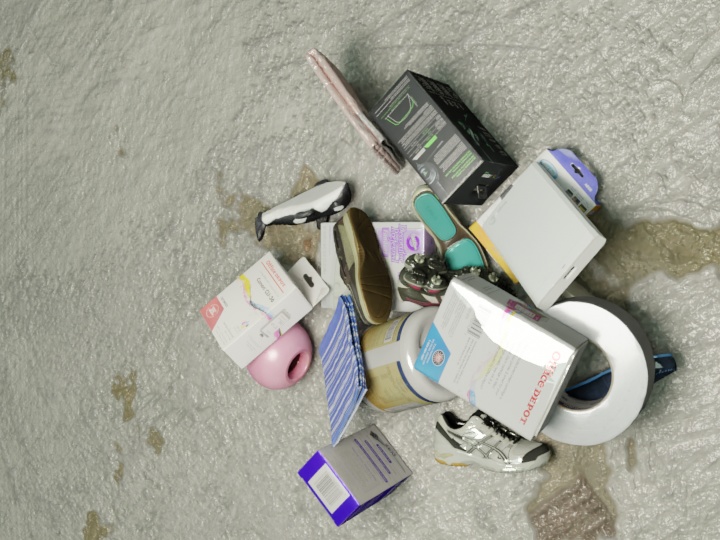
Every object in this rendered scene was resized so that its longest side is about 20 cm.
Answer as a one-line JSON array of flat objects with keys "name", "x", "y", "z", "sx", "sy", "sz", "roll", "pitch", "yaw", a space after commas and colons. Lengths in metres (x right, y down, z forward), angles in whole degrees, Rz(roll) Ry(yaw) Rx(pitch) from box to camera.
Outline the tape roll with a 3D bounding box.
[{"name": "tape roll", "x": 0.312, "y": 0.141, "z": 1.353, "sx": 0.196, "sy": 0.066, "sz": 0.205, "roll": 3, "pitch": 96, "yaw": 25}]

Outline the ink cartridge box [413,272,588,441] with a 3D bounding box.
[{"name": "ink cartridge box", "x": 0.195, "y": 0.117, "z": 1.326, "sx": 0.198, "sy": 0.084, "sz": 0.147, "roll": 31, "pitch": 108, "yaw": 22}]

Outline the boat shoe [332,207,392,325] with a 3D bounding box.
[{"name": "boat shoe", "x": 0.000, "y": 0.000, "z": 1.539, "sx": 0.064, "sy": 0.072, "sz": 0.204, "roll": -33, "pitch": 56, "yaw": 40}]

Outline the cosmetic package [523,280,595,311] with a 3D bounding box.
[{"name": "cosmetic package", "x": 0.273, "y": 0.108, "z": 1.455, "sx": 0.103, "sy": 0.087, "sz": 0.202, "roll": 38, "pitch": 109, "yaw": 21}]

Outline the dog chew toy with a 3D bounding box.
[{"name": "dog chew toy", "x": -0.179, "y": 0.124, "z": 1.687, "sx": 0.198, "sy": 0.124, "sz": 0.127, "roll": 27, "pitch": 105, "yaw": 32}]

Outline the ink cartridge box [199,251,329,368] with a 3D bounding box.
[{"name": "ink cartridge box", "x": -0.161, "y": 0.052, "z": 1.606, "sx": 0.199, "sy": 0.068, "sz": 0.117, "roll": -40, "pitch": 46, "yaw": -3}]

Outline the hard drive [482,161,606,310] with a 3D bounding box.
[{"name": "hard drive", "x": 0.260, "y": -0.054, "z": 1.383, "sx": 0.133, "sy": 0.026, "sz": 0.201, "roll": -52, "pitch": 36, "yaw": 20}]

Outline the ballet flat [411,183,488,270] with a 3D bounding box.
[{"name": "ballet flat", "x": 0.150, "y": -0.054, "z": 1.525, "sx": 0.067, "sy": 0.062, "sz": 0.202, "roll": -26, "pitch": 103, "yaw": 18}]

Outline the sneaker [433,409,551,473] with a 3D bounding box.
[{"name": "sneaker", "x": 0.203, "y": 0.266, "z": 1.508, "sx": 0.196, "sy": 0.075, "sz": 0.090, "roll": 0, "pitch": 93, "yaw": 28}]

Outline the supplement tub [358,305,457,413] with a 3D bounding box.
[{"name": "supplement tub", "x": 0.070, "y": 0.146, "z": 1.507, "sx": 0.199, "sy": 0.142, "sz": 0.147, "roll": -23, "pitch": 81, "yaw": 52}]

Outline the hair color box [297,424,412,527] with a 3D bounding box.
[{"name": "hair color box", "x": -0.006, "y": 0.330, "z": 1.553, "sx": 0.065, "sy": 0.199, "sz": 0.110, "roll": -47, "pitch": 72, "yaw": 23}]

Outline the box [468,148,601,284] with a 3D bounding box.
[{"name": "box", "x": 0.276, "y": -0.090, "z": 1.472, "sx": 0.200, "sy": 0.041, "sz": 0.120, "roll": -45, "pitch": 72, "yaw": 20}]

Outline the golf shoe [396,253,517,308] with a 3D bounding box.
[{"name": "golf shoe", "x": 0.152, "y": 0.037, "z": 1.497, "sx": 0.196, "sy": 0.078, "sz": 0.089, "roll": 20, "pitch": 141, "yaw": -2}]

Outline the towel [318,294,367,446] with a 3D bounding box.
[{"name": "towel", "x": -0.034, "y": 0.155, "z": 1.522, "sx": 0.202, "sy": 0.023, "sz": 0.146, "roll": -100, "pitch": 27, "yaw": -45}]

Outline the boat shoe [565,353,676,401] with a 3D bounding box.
[{"name": "boat shoe", "x": 0.384, "y": 0.184, "z": 1.410, "sx": 0.199, "sy": 0.083, "sz": 0.070, "roll": -36, "pitch": 58, "yaw": 39}]

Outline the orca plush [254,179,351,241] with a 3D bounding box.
[{"name": "orca plush", "x": -0.091, "y": -0.090, "z": 1.652, "sx": 0.197, "sy": 0.106, "sz": 0.072, "roll": -26, "pitch": 115, "yaw": 16}]

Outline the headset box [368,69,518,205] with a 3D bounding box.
[{"name": "headset box", "x": 0.135, "y": -0.194, "z": 1.466, "sx": 0.093, "sy": 0.173, "sz": 0.201, "roll": -44, "pitch": 74, "yaw": 22}]

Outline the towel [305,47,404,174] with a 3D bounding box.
[{"name": "towel", "x": -0.004, "y": -0.253, "z": 1.526, "sx": 0.032, "sy": 0.200, "sz": 0.192, "roll": -36, "pitch": 77, "yaw": 7}]

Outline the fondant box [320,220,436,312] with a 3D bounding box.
[{"name": "fondant box", "x": 0.029, "y": -0.009, "z": 1.598, "sx": 0.196, "sy": 0.058, "sz": 0.148, "roll": 1, "pitch": 93, "yaw": 27}]
